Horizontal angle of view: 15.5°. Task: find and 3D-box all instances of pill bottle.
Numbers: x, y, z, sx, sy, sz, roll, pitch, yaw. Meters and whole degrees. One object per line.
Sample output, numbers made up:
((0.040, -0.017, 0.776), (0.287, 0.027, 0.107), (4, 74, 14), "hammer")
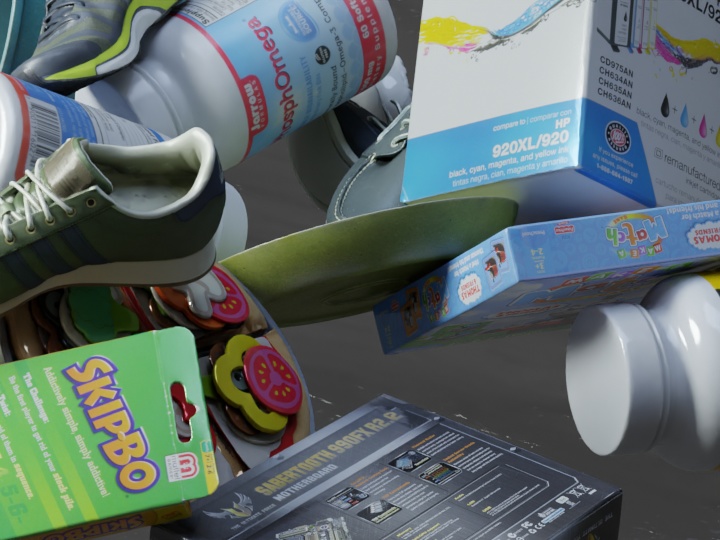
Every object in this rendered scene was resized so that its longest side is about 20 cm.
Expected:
((0.223, 0.054, 1.493), (0.200, 0.113, 0.112), (-4, 26, -20), "pill bottle")
((-0.081, -0.130, 1.709), (0.200, 0.109, 0.109), (-32, 42, -30), "pill bottle")
((-0.166, -0.040, 1.565), (0.200, 0.112, 0.112), (21, 9, -43), "pill bottle")

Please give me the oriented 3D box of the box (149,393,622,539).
((0.014, 0.140, 1.341), (0.158, 0.048, 0.200), (20, 28, 31), "box")

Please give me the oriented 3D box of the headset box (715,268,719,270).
((0.254, -0.033, 1.734), (0.200, 0.077, 0.149), (-8, 28, -29), "headset box")

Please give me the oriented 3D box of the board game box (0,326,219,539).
((-0.172, 0.093, 1.310), (0.200, 0.030, 0.096), (-14, 63, 4), "board game box")

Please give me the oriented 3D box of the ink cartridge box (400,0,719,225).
((0.133, -0.122, 1.627), (0.145, 0.200, 0.147), (-11, -25, 43), "ink cartridge box")

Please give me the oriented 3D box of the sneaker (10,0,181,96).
((-0.173, -0.166, 1.630), (0.074, 0.081, 0.200), (-23, 21, 28), "sneaker")

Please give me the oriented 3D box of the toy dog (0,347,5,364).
((-0.249, 0.025, 1.418), (0.200, 0.140, 0.194), (10, -9, -30), "toy dog")

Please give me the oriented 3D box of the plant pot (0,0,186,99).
((-0.190, -0.159, 1.797), (0.188, 0.200, 0.200), (8, 20, -31), "plant pot")

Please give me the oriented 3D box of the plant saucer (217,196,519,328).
((0.000, 0.000, 1.558), (0.200, 0.031, 0.200), (-14, -8, -2), "plant saucer")

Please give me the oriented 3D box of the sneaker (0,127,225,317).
((-0.159, -0.031, 1.343), (0.200, 0.090, 0.067), (-9, 49, -26), "sneaker")

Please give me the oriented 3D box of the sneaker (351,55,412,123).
((-0.041, -0.128, 1.903), (0.099, 0.078, 0.200), (-20, 25, -32), "sneaker")

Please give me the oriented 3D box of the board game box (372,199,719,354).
((0.114, 0.005, 1.535), (0.151, 0.037, 0.200), (-7, -11, -23), "board game box")

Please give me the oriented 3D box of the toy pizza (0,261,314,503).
((-0.102, 0.048, 1.409), (0.200, 0.032, 0.200), (26, 41, -25), "toy pizza")

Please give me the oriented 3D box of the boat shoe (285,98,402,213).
((0.007, -0.071, 1.769), (0.062, 0.075, 0.200), (-9, 29, -23), "boat shoe")

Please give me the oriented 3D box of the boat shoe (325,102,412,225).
((0.038, -0.083, 1.678), (0.073, 0.062, 0.200), (22, 47, 25), "boat shoe")
